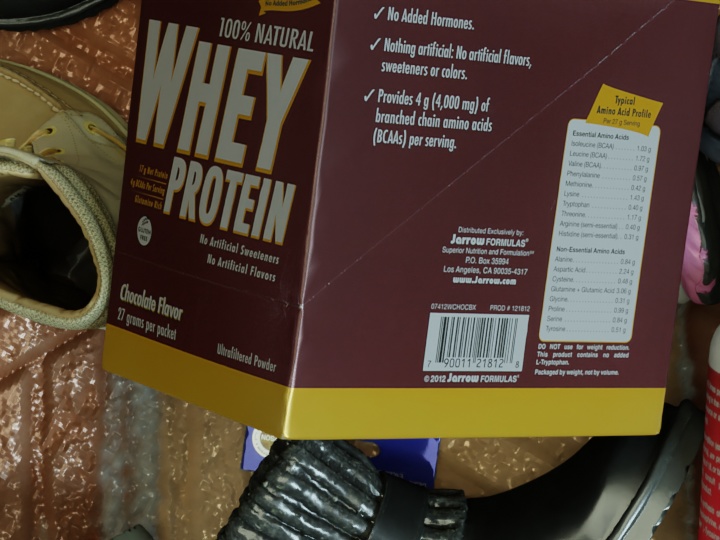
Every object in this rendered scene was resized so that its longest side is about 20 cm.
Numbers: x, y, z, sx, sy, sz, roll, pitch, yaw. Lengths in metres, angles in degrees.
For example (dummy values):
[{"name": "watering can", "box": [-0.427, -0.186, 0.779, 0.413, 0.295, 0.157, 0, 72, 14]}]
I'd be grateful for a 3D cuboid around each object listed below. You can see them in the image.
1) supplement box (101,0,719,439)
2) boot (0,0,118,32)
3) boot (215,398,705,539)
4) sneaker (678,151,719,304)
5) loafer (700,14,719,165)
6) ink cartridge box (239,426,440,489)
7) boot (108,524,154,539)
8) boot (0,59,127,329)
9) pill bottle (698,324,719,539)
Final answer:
[{"name": "supplement box", "box": [0.020, -0.044, 1.018, 0.133, 0.197, 0.201, 16, 101, 52]}, {"name": "boot", "box": [-0.119, -0.166, 1.117, 0.197, 0.162, 0.074, -12, 84, 10]}, {"name": "boot", "box": [0.038, 0.105, 1.115, 0.158, 0.079, 0.211, 40, 96, 3]}, {"name": "sneaker", "box": [0.103, -0.077, 1.121, 0.086, 0.080, 0.201, -13, 80, 20]}, {"name": "loafer", "box": [0.232, -0.063, 1.043, 0.199, 0.072, 0.063, 12, 133, 23]}, {"name": "ink cartridge box", "box": [0.000, 0.000, 1.157, 0.094, 0.037, 0.201, 8, 92, 11]}, {"name": "boot", "box": [-0.071, 0.211, 1.100, 0.200, 0.182, 0.073, 46, 124, 10]}, {"name": "boot", "box": [-0.148, -0.036, 1.115, 0.200, 0.155, 0.073, 44, 102, 21]}, {"name": "pill bottle", "box": [0.200, 0.078, 1.061, 0.112, 0.112, 0.201, 3, 100, 11]}]
